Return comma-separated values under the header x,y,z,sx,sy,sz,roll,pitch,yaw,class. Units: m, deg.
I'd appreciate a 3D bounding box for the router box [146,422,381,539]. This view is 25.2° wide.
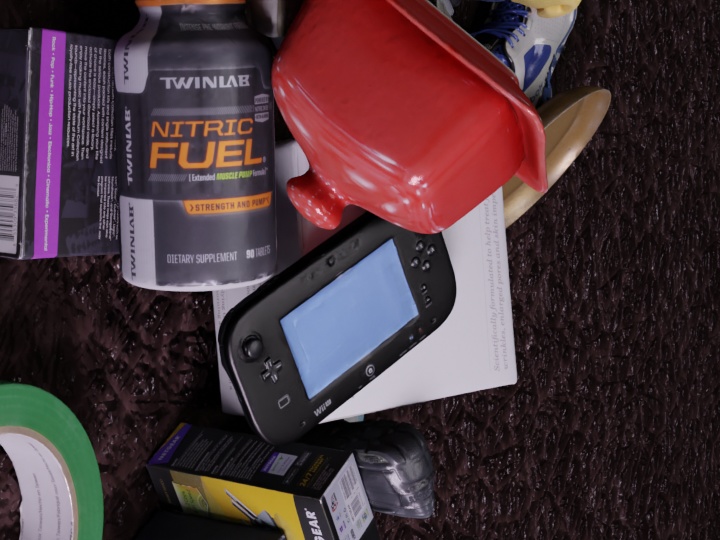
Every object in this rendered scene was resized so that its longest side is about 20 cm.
x,y,z,sx,sy,sz,roll,pitch,yaw,class
-0.057,0.214,1.198,0.052,0.156,0.202,-50,135,-42,router box

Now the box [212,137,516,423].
x,y,z,sx,sy,sz,roll,pitch,yaw,class
0.000,0.000,1.214,0.198,0.130,0.202,-6,94,-37,box

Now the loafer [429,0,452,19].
x,y,z,sx,sy,sz,roll,pitch,yaw,class
0.051,-0.199,1.324,0.199,0.069,0.071,7,98,-59,loafer

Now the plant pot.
x,y,z,sx,sy,sz,roll,pitch,yaw,class
0.163,-0.106,1.555,0.200,0.027,0.200,-43,166,-14,plant pot

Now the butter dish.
x,y,z,sx,sy,sz,roll,pitch,yaw,class
0.011,-0.091,1.044,0.148,0.200,0.200,-48,167,-4,butter dish

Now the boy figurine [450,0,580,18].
x,y,z,sx,sy,sz,roll,pitch,yaw,class
0.158,-0.278,1.450,0.125,0.198,0.065,55,50,-43,boy figurine

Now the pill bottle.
x,y,z,sx,sy,sz,roll,pitch,yaw,class
-0.108,-0.094,1.049,0.106,0.105,0.203,-17,109,-57,pill bottle

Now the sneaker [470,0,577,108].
x,y,z,sx,sy,sz,roll,pitch,yaw,class
0.147,-0.224,1.553,0.115,0.080,0.202,13,84,-61,sneaker

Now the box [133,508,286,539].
x,y,z,sx,sy,sz,roll,pitch,yaw,class
-0.122,0.315,1.139,0.200,0.123,0.198,-52,134,-43,box

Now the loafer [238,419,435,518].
x,y,z,sx,sy,sz,roll,pitch,yaw,class
-0.021,0.146,1.208,0.068,0.199,0.071,-30,112,-36,loafer

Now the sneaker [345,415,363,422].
x,y,z,sx,sy,sz,roll,pitch,yaw,class
-0.016,0.110,1.333,0.082,0.073,0.203,-9,103,-54,sneaker

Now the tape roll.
x,y,z,sx,sy,sz,roll,pitch,yaw,class
-0.239,0.167,0.988,0.200,0.048,0.203,-14,106,-58,tape roll

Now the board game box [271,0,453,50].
x,y,z,sx,sy,sz,roll,pitch,yaw,class
-0.002,-0.226,1.337,0.201,0.041,0.201,-62,143,-33,board game box

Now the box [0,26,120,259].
x,y,z,sx,sy,sz,roll,pitch,yaw,class
-0.168,-0.083,1.085,0.199,0.036,0.145,-3,97,-58,box

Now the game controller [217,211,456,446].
x,y,z,sx,sy,sz,roll,pitch,yaw,class
-0.011,0.031,1.097,0.199,0.042,0.105,-36,111,-31,game controller

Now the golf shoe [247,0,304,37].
x,y,z,sx,sy,sz,roll,pitch,yaw,class
-0.082,-0.241,1.107,0.073,0.091,0.202,85,-5,-63,golf shoe
